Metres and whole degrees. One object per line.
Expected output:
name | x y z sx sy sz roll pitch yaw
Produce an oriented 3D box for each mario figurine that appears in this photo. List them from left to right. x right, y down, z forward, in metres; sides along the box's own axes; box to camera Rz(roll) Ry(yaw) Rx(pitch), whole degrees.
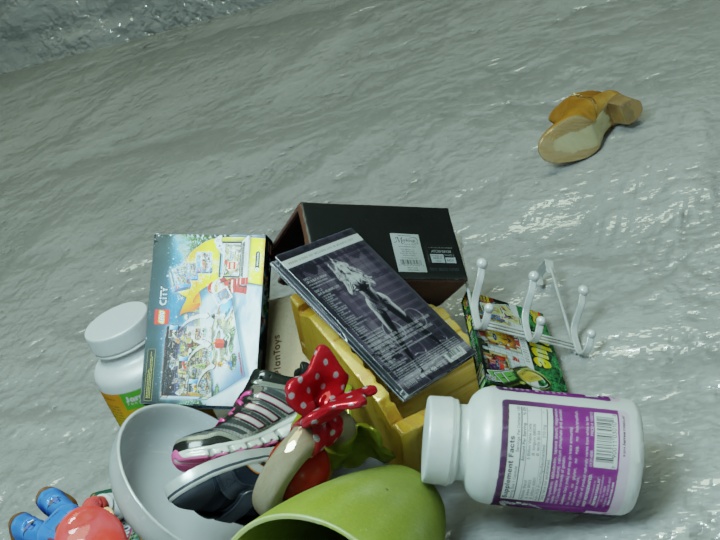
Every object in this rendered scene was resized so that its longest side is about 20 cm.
mario figurine | -0.294 0.293 1.218 0.200 0.106 0.124 4 78 56

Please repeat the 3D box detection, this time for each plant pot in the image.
plant pot | -0.001 0.263 1.075 0.186 0.188 0.200 -6 14 27

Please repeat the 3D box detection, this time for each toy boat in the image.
toy boat | -0.075 0.135 1.405 0.130 0.131 0.201 -13 60 17

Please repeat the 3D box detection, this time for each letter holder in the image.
letter holder | 0.000 0.000 1.391 0.199 0.101 0.142 1 -29 -29

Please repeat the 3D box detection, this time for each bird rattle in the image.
bird rattle | -0.040 0.175 1.124 0.112 0.200 0.163 36 81 12

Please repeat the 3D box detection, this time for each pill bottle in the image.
pill bottle | -0.257 0.143 1.429 0.111 0.201 0.111 -18 26 9
pill bottle | 0.160 0.169 1.110 0.199 0.113 0.112 5 30 1

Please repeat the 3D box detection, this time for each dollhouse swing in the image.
dollhouse swing | 0.057 0.091 1.268 0.175 0.182 0.200 -32 61 -15

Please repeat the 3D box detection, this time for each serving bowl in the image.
serving bowl | -0.188 0.240 1.256 0.066 0.200 0.200 -49 15 27

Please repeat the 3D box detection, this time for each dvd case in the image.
dvd case | 0.015 0.041 1.226 0.149 0.200 0.016 -23 -25 -55

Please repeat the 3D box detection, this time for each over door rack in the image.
over door rack | 0.190 0.016 1.403 0.147 0.067 0.200 15 26 -16

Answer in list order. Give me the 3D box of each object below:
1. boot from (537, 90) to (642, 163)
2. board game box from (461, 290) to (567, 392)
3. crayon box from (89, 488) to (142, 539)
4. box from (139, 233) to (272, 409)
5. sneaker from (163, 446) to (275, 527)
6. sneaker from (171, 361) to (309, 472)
boot | 0.334 -0.230 1.853 0.200 0.071 0.144 -27 21 -17
board game box | 0.176 0.092 1.345 0.104 0.024 0.200 19 26 -12
crayon box | -0.256 0.315 1.270 0.118 0.058 0.200 -15 27 13
box | -0.176 0.058 1.347 0.136 0.201 0.038 1 -12 10
sneaker | -0.108 0.231 1.214 0.199 0.080 0.078 -4 -27 -45
sneaker | -0.117 0.154 1.257 0.199 0.088 0.074 -18 -19 -23
